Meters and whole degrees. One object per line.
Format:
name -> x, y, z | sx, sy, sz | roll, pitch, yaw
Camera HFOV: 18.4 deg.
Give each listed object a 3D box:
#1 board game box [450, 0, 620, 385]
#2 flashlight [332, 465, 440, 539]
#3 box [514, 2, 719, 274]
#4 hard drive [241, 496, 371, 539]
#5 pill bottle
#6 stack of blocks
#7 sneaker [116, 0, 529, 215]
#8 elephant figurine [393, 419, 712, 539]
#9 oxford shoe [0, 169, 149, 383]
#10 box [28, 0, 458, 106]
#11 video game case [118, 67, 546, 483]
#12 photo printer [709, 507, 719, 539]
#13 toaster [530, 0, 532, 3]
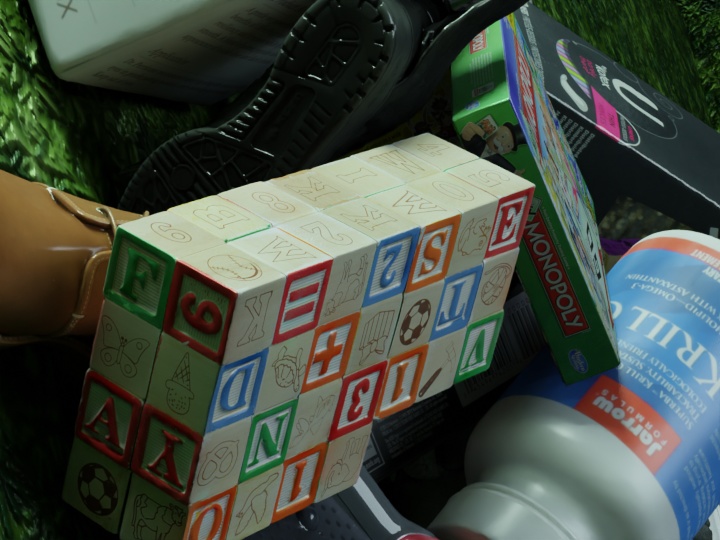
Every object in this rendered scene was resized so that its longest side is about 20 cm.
board game box -> 0.079, -0.049, 1.042 | 0.200, 0.029, 0.135 | -85, 153, -67
flashlight -> -0.017, 0.093, 0.966 | 0.200, 0.068, 0.068 | 53, 33, -5
box -> 0.134, -0.047, 1.261 | 0.199, 0.106, 0.123 | 31, 25, -20
hard drive -> -0.030, 0.163, 0.837 | 0.135, 0.042, 0.200 | 48, 28, -10
pill bottle -> 0.119, 0.082, 1.043 | 0.200, 0.112, 0.113 | -47, 123, -31
stack of blocks -> -0.019, 0.025, 0.863 | 0.200, 0.058, 0.116 | -21, 131, -52
sneaker -> -0.014, -0.070, 0.961 | 0.060, 0.200, 0.104 | 50, 23, 9
elephant figurine -> 0.123, 0.128, 1.162 | 0.155, 0.198, 0.143 | -52, 148, -68
oxford shoe -> -0.105, -0.007, 0.824 | 0.200, 0.071, 0.072 | 30, 44, -65
box -> -0.062, -0.200, 1.018 | 0.199, 0.170, 0.201 | -2, 72, -75
video game case -> 0.000, 0.000, 1.053 | 0.199, 0.025, 0.182 | -28, 101, -36
photo printer -> 0.141, 0.148, 1.332 | 0.069, 0.166, 0.201 | 9, 56, -34
toaster -> 0.032, -0.219, 1.479 | 0.182, 0.118, 0.200 | -94, 159, -43
